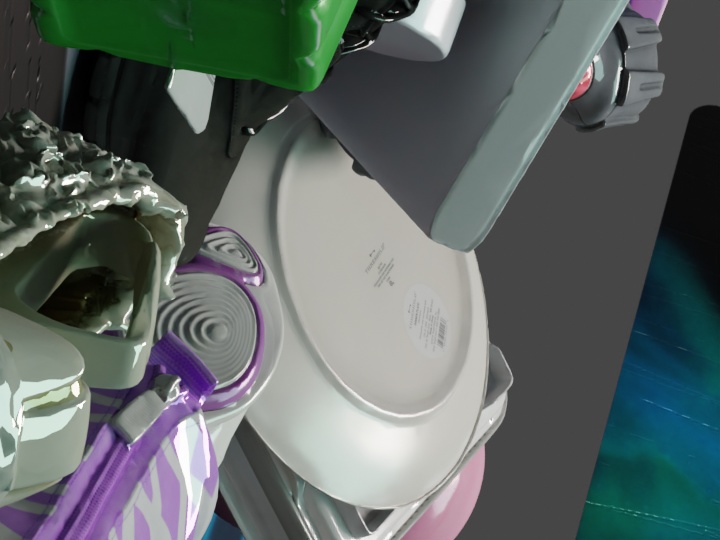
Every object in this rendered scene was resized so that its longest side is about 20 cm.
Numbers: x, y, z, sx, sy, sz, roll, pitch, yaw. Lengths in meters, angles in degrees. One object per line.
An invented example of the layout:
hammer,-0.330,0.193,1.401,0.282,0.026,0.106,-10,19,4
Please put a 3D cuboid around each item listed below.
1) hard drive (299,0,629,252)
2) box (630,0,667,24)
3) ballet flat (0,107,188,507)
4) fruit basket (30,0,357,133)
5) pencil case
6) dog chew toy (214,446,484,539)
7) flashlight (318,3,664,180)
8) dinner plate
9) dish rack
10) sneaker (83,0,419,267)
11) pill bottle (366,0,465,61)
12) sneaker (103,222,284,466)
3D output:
hard drive,0.025,-0.109,0.835,0.132,0.027,0.200,-59,-146,14
box,0.115,-0.227,1.471,0.097,0.199,0.177,-68,177,-53
ballet flat,-0.079,0.013,0.461,0.200,0.071,0.072,-64,173,-67
fruit basket,-0.027,-0.145,0.431,0.185,0.093,0.201,100,-6,-79
pencil case,-0.087,0.084,0.547,0.085,0.084,0.200,-35,-166,21
dog chew toy,-0.029,0.076,1.053,0.200,0.124,0.125,28,79,-47
flashlight,0.066,-0.080,0.969,0.200,0.068,0.068,-9,141,-52
dinner plate,0.000,0.000,0.931,0.024,0.200,0.201,-17,-143,36
dish rack,-0.003,0.035,0.967,0.043,0.172,0.200,-17,-165,36
sneaker,-0.025,-0.082,0.653,0.076,0.090,0.201,-71,180,-61
pill bottle,0.024,-0.179,0.751,0.112,0.111,0.201,78,30,-86
sneaker,-0.091,0.069,0.808,0.100,0.075,0.201,-41,-156,54
